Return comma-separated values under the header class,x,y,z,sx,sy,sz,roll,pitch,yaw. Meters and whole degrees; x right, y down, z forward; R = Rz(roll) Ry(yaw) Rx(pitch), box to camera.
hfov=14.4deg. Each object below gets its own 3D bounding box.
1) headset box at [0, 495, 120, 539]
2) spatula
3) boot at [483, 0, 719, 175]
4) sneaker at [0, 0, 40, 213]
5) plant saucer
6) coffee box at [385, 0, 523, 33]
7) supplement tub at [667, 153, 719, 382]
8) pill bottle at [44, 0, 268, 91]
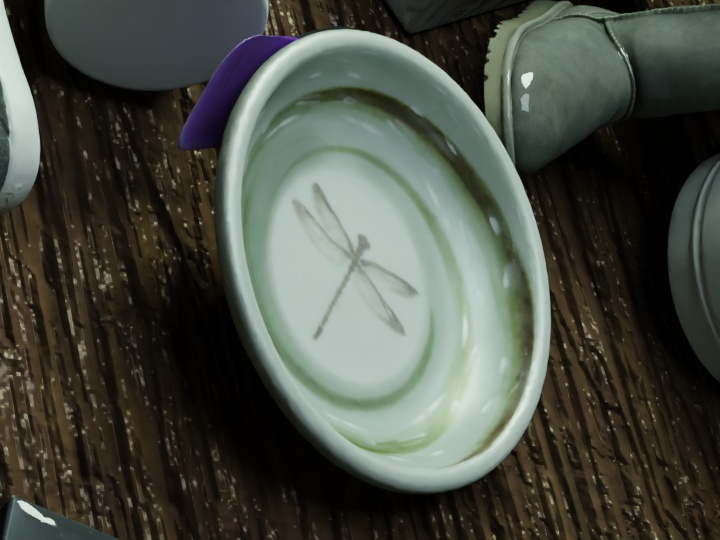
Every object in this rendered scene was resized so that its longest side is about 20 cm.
class,x,y,z,sx,sy,sz,roll,pitch,yaw
headset box,-0.077,0.197,0.978,0.199,0.093,0.175,25,45,-22
spatula,-0.033,-0.089,1.253,0.020,0.057,0.200,32,18,5
boot,0.166,-0.091,1.333,0.199,0.073,0.182,5,28,16
sneaker,-0.205,-0.116,1.144,0.111,0.073,0.201,0,59,-41
plant saucer,0.000,0.000,1.212,0.199,0.050,0.201,20,61,-42
coffee box,0.094,-0.200,1.429,0.199,0.114,0.080,-21,72,-46
supplement tub,0.256,-0.014,1.319,0.131,0.199,0.133,10,74,-40
pill bottle,-0.092,-0.186,1.264,0.113,0.114,0.201,18,48,-28
